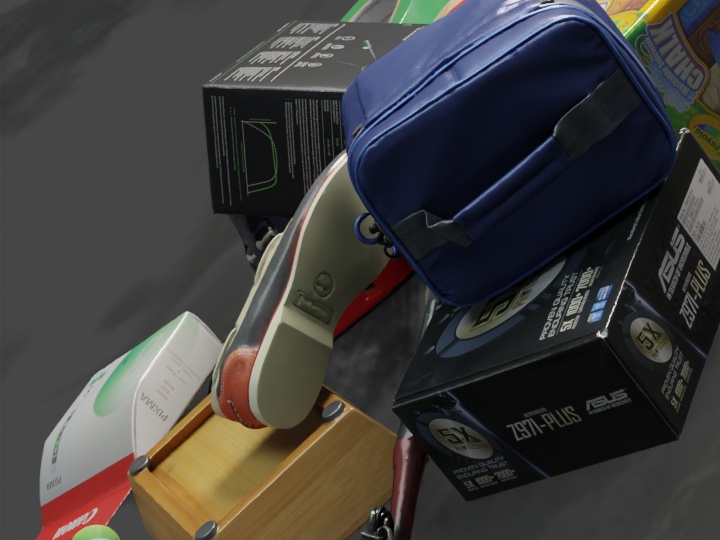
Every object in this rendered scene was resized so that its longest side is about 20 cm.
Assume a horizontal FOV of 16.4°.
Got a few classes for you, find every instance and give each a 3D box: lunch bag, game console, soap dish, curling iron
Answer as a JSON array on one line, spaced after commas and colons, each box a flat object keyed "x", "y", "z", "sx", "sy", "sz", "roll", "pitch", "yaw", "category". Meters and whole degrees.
[{"x": 0.080, "y": -0.077, "z": 1.502, "sx": 0.199, "sy": 0.136, "sz": 0.132, "roll": -36, "pitch": 21, "yaw": 9, "category": "lunch bag"}, {"x": 0.000, "y": 0.000, "z": 1.782, "sx": 0.200, "sy": 0.031, "sz": 0.177, "roll": -39, "pitch": 8, "yaw": 34, "category": "game console"}, {"x": -0.060, "y": 0.135, "z": 1.614, "sx": 0.157, "sy": 0.081, "sz": 0.200, "roll": -42, "pitch": 24, "yaw": -9, "category": "soap dish"}, {"x": 0.032, "y": 0.105, "z": 1.519, "sx": 0.025, "sy": 0.050, "sz": 0.201, "roll": 7, "pitch": 59, "yaw": 14, "category": "curling iron"}]

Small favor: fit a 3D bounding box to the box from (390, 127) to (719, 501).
[{"x": 0.132, "y": 0.025, "z": 1.523, "sx": 0.163, "sy": 0.086, "sz": 0.200, "roll": -20, "pitch": 29, "yaw": 38, "category": "box"}]

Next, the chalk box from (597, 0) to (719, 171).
[{"x": 0.201, "y": -0.138, "z": 1.676, "sx": 0.200, "sy": 0.124, "sz": 0.124, "roll": -45, "pitch": 23, "yaw": -16, "category": "chalk box"}]

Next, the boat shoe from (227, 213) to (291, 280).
[{"x": -0.064, "y": -0.039, "z": 1.865, "sx": 0.075, "sy": 0.093, "sz": 0.200, "roll": -45, "pitch": 7, "yaw": -13, "category": "boat shoe"}]

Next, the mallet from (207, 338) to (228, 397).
[{"x": -0.097, "y": 0.095, "z": 1.806, "sx": 0.066, "sy": 0.041, "sz": 0.200, "roll": -30, "pitch": 20, "yaw": 23, "category": "mallet"}]

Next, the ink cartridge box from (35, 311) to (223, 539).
[{"x": -0.195, "y": 0.134, "z": 1.819, "sx": 0.161, "sy": 0.050, "sz": 0.200, "roll": -32, "pitch": 18, "yaw": 52, "category": "ink cartridge box"}]

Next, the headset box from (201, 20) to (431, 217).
[{"x": 0.017, "y": -0.103, "z": 1.699, "sx": 0.199, "sy": 0.093, "sz": 0.174, "roll": 3, "pitch": 21, "yaw": 18, "category": "headset box"}]

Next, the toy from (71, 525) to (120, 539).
[{"x": -0.157, "y": 0.208, "z": 1.591, "sx": 0.114, "sy": 0.048, "sz": 0.200, "roll": -1, "pitch": 15, "yaw": -14, "category": "toy"}]

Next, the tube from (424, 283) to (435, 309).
[{"x": 0.072, "y": -0.021, "z": 1.758, "sx": 0.058, "sy": 0.052, "sz": 0.200, "roll": 0, "pitch": 25, "yaw": 1, "category": "tube"}]

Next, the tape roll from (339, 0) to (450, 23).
[{"x": 0.003, "y": -0.161, "z": 2.050, "sx": 0.201, "sy": 0.048, "sz": 0.201, "roll": -47, "pitch": 17, "yaw": 20, "category": "tape roll"}]

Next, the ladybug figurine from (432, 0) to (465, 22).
[{"x": 0.126, "y": -0.150, "z": 1.787, "sx": 0.199, "sy": 0.136, "sz": 0.072, "roll": -23, "pitch": 20, "yaw": 23, "category": "ladybug figurine"}]

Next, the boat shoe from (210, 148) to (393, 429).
[{"x": -0.035, "y": 0.008, "z": 1.585, "sx": 0.062, "sy": 0.071, "sz": 0.201, "roll": 2, "pitch": 64, "yaw": 54, "category": "boat shoe"}]
